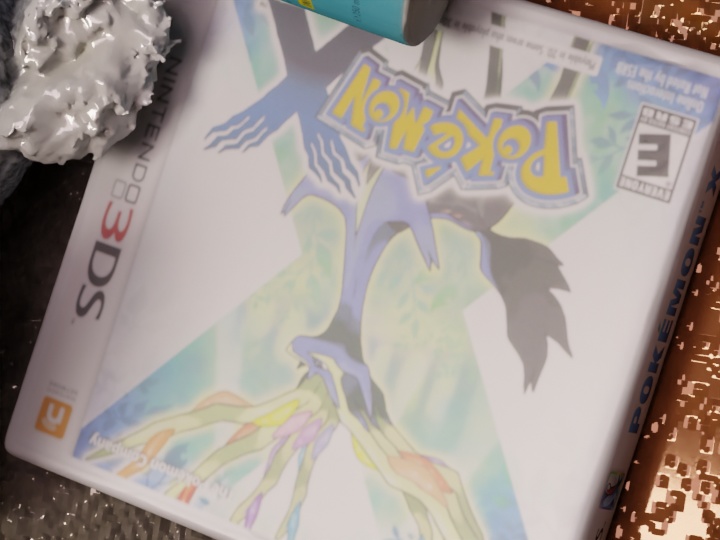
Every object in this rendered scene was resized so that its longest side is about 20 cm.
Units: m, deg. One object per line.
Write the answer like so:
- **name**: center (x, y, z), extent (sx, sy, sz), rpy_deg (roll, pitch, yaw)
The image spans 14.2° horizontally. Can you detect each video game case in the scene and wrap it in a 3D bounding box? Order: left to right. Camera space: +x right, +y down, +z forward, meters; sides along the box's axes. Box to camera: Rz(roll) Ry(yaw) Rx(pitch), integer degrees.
- **video game case**: center (0.000, 0.000, 0.870), extent (0.199, 0.022, 0.183), rpy_deg (19, 92, 27)

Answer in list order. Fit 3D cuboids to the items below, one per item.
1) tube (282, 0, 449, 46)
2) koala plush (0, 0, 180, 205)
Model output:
- **tube**: center (-0.065, -0.123, 0.857), extent (0.199, 0.050, 0.078), rpy_deg (21, 131, 16)
- **koala plush**: center (-0.162, -0.030, 0.900), extent (0.177, 0.184, 0.201), rpy_deg (18, 71, 40)
